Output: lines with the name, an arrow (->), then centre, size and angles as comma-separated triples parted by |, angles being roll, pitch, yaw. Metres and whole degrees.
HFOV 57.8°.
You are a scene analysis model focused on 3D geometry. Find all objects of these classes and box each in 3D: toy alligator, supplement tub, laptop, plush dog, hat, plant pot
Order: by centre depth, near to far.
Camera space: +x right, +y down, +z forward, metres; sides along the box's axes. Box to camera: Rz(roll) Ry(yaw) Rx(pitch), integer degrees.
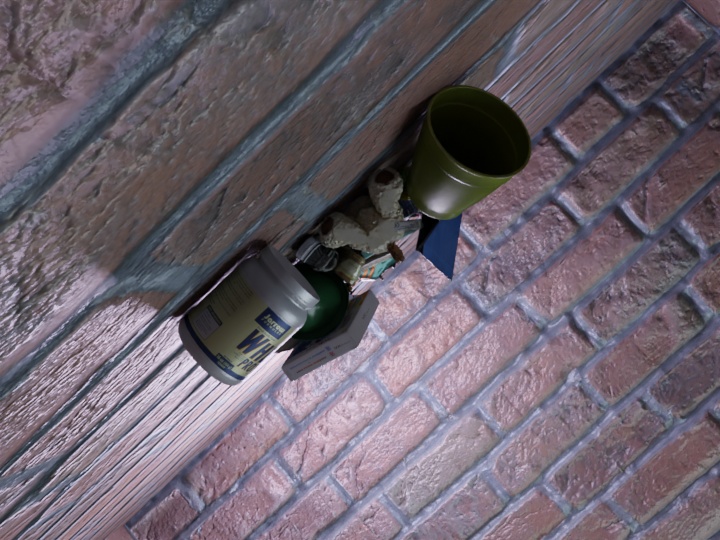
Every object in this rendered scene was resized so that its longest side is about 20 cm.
supplement tub -> -0.179, 0.071, 1.060 | 0.200, 0.145, 0.145 | -43, 174, 2
plant pot -> 0.178, -0.197, 1.202 | 0.200, 0.200, 0.193 | -39, 170, -33
hat -> -0.109, 0.036, 1.265 | 0.200, 0.165, 0.176 | -55, 169, -23
plush dog -> 0.023, -0.100, 1.303 | 0.200, 0.161, 0.172 | -42, -160, 6
toy alligator -> 0.086, -0.192, 1.399 | 0.054, 0.060, 0.200 | -2, 174, 3
laptop -> 0.193, -0.116, 1.399 | 0.200, 0.115, 0.188 | 121, -15, -59

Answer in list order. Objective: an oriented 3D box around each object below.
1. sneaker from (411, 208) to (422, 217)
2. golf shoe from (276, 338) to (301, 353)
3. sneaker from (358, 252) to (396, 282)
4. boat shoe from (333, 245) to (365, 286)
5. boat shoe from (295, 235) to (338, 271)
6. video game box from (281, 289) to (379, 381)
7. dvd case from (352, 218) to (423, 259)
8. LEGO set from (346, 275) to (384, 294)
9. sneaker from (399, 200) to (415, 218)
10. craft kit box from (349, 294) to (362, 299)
sneaker -> 0.135, -0.177, 1.628 | 0.200, 0.086, 0.080 | -44, 175, -1
golf shoe -> -0.125, 0.090, 1.389 | 0.200, 0.078, 0.097 | -44, 169, -27
sneaker -> 0.000, 0.000, 1.556 | 0.199, 0.072, 0.080 | -21, 134, -9
boat shoe -> -0.025, -0.024, 1.399 | 0.063, 0.073, 0.200 | -53, -161, 7
boat shoe -> -0.081, -0.027, 1.323 | 0.072, 0.071, 0.200 | -45, 179, 10
video game box -> -0.061, 0.136, 1.395 | 0.182, 0.047, 0.200 | -28, -166, 24
dvd case -> 0.055, -0.070, 1.441 | 0.145, 0.022, 0.200 | -29, -173, -5
LEGO set -> 0.008, -0.003, 1.681 | 0.200, 0.116, 0.154 | -48, 176, 4
sneaker -> 0.045, -0.128, 1.535 | 0.199, 0.077, 0.085 | -29, 177, -36
craft kit box -> -0.084, 0.108, 1.630 | 0.196, 0.049, 0.200 | 4, 159, -13
